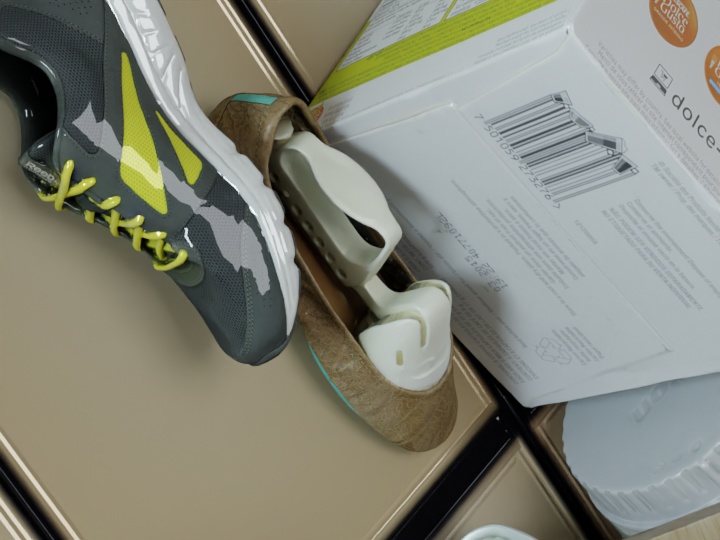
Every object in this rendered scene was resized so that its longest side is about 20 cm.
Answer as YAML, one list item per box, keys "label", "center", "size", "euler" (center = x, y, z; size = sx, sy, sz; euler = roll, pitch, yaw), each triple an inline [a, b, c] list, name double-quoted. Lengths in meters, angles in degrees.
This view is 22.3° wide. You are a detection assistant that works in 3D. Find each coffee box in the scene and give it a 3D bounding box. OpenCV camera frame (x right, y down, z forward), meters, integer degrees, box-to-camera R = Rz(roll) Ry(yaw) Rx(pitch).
- label: "coffee box"
  center: [0.127, -0.081, 0.895]
  size: [0.200, 0.200, 0.198]
  euler: [47, 53, -20]

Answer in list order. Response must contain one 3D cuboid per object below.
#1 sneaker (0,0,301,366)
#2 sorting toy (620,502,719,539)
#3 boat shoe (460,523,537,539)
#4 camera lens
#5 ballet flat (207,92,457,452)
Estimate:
- label: "sneaker"
  center: [-0.102, -0.040, 0.791]
  size: [0.084, 0.074, 0.201]
  euler: [-30, 89, -34]
- label: "sorting toy"
  center: [0.149, 0.227, 0.836]
  size: [0.070, 0.198, 0.201]
  euler: [-47, 114, -81]
- label: "boat shoe"
  center: [0.114, 0.203, 0.904]
  size: [0.200, 0.075, 0.060]
  euler: [55, 13, -4]
- label: "camera lens"
  center: [0.223, 0.107, 0.950]
  size: [0.200, 0.160, 0.161]
  euler: [40, 57, -24]
- label: "ballet flat"
  center: [0.000, 0.000, 0.854]
  size: [0.068, 0.072, 0.201]
  euler: [-41, 105, -38]
